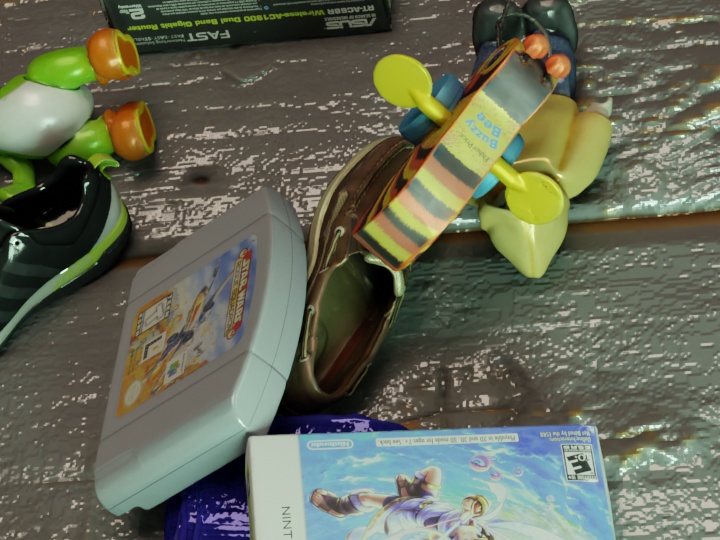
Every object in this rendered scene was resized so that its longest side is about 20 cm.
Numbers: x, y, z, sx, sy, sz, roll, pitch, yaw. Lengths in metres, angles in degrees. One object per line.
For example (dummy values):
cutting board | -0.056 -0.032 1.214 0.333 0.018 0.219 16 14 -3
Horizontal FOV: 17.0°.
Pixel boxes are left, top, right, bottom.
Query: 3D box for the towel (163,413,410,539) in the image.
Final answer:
towel | -0.046 0.168 1.352 0.147 0.050 0.201 -5 50 12

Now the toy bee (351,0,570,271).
toy bee | 0.069 -0.097 1.404 0.130 0.109 0.201 20 66 -19

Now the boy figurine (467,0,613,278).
boy figurine | 0.096 -0.082 1.511 0.124 0.065 0.201 -2 49 9

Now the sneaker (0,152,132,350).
sneaker | -0.235 -0.008 1.523 0.200 0.083 0.072 -40 52 -18

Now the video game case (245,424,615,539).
video game case | 0.041 0.171 1.295 0.199 0.046 0.182 -2 53 -6

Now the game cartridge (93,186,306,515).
game cartridge | -0.091 0.041 1.424 0.133 0.041 0.201 -36 30 31

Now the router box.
router box | -0.074 -0.232 1.679 0.199 0.062 0.150 -5 52 11

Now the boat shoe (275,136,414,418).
boat shoe | 0.004 0.004 1.447 0.075 0.075 0.203 -12 47 53

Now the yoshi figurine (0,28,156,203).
yoshi figurine | -0.243 -0.095 1.585 0.199 0.112 0.113 -12 56 9
